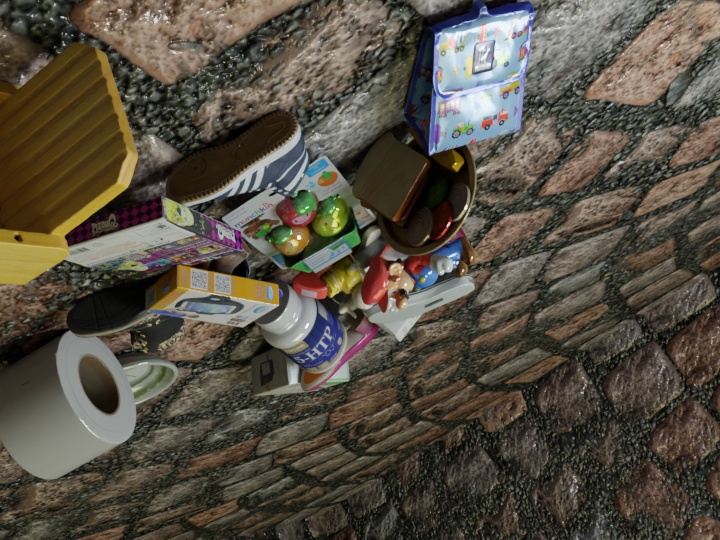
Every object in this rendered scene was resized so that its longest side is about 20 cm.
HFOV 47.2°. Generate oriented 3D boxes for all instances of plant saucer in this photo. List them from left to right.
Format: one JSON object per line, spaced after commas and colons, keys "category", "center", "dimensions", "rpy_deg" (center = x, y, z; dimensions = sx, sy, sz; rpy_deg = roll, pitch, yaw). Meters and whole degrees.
{"category": "plant saucer", "center": [-0.444, 0.202, 1.551], "dimensions": [0.196, 0.051, 0.201], "rpy_deg": [-20, 157, -9]}

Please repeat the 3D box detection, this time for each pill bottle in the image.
{"category": "pill bottle", "center": [-0.119, 0.102, 1.549], "dimensions": [0.118, 0.121, 0.200], "rpy_deg": [-29, 141, 13]}

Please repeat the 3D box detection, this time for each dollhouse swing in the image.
{"category": "dollhouse swing", "center": [-0.339, -0.121, 0.763], "dimensions": [0.175, 0.203, 0.180], "rpy_deg": [-37, 154, 31]}

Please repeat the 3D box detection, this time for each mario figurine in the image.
{"category": "mario figurine", "center": [0.095, 0.022, 1.341], "dimensions": [0.196, 0.106, 0.126], "rpy_deg": [-19, 126, -16]}

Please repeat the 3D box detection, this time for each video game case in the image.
{"category": "video game case", "center": [-0.292, -0.039, 1.132], "dimensions": [0.196, 0.037, 0.181], "rpy_deg": [-14, 162, 24]}

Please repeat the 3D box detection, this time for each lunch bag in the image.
{"category": "lunch bag", "center": [0.148, -0.274, 1.104], "dimensions": [0.147, 0.095, 0.202], "rpy_deg": [-17, 144, -15]}

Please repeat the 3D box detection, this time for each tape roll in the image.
{"category": "tape roll", "center": [-0.482, 0.218, 1.352], "dimensions": [0.137, 0.206, 0.203], "rpy_deg": [-27, 157, 10]}

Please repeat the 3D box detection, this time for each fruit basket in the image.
{"category": "fruit basket", "center": [-0.087, -0.075, 1.262], "dimensions": [0.183, 0.095, 0.200], "rpy_deg": [-29, 154, 10]}

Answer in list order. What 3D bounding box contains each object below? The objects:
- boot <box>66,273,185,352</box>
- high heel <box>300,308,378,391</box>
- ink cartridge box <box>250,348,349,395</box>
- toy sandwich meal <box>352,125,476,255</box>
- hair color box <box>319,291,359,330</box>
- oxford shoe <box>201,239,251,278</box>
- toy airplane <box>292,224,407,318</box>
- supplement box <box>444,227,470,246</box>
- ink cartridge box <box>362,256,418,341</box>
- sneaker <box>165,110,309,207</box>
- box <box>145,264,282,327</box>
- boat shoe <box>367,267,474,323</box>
{"category": "boot", "center": [-0.371, 0.085, 1.348], "dimensions": [0.197, 0.074, 0.152], "rpy_deg": [-23, 156, -22]}
{"category": "high heel", "center": [-0.039, 0.170, 1.657], "dimensions": [0.202, 0.067, 0.096], "rpy_deg": [-55, 147, -5]}
{"category": "ink cartridge box", "center": [-0.131, 0.210, 1.750], "dimensions": [0.142, 0.090, 0.199], "rpy_deg": [1, 167, -30]}
{"category": "toy sandwich meal", "center": [0.078, -0.122, 1.199], "dimensions": [0.204, 0.208, 0.070], "rpy_deg": [-37, 143, 28]}
{"category": "hair color box", "center": [-0.029, 0.076, 1.686], "dimensions": [0.199, 0.062, 0.098], "rpy_deg": [-36, 155, 27]}
{"category": "oxford shoe", "center": [-0.219, 0.011, 1.308], "dimensions": [0.072, 0.072, 0.201], "rpy_deg": [-56, 176, -34]}
{"category": "toy airplane", "center": [0.000, 0.000, 1.445], "dimensions": [0.198, 0.143, 0.199], "rpy_deg": [-35, 155, 23]}
{"category": "supplement box", "center": [0.107, -0.093, 1.390], "dimensions": [0.085, 0.112, 0.200], "rpy_deg": [-29, 157, 12]}
{"category": "ink cartridge box", "center": [0.100, 0.030, 1.558], "dimensions": [0.201, 0.083, 0.145], "rpy_deg": [-52, 169, -3]}
{"category": "sneaker", "center": [-0.157, -0.127, 1.107], "dimensions": [0.197, 0.071, 0.109], "rpy_deg": [-29, 155, 1]}
{"category": "box", "center": [-0.219, 0.045, 1.276], "dimensions": [0.197, 0.042, 0.118], "rpy_deg": [14, 152, -34]}
{"category": "boat shoe", "center": [0.101, 0.036, 1.453], "dimensions": [0.196, 0.065, 0.071], "rpy_deg": [-20, 155, 4]}
